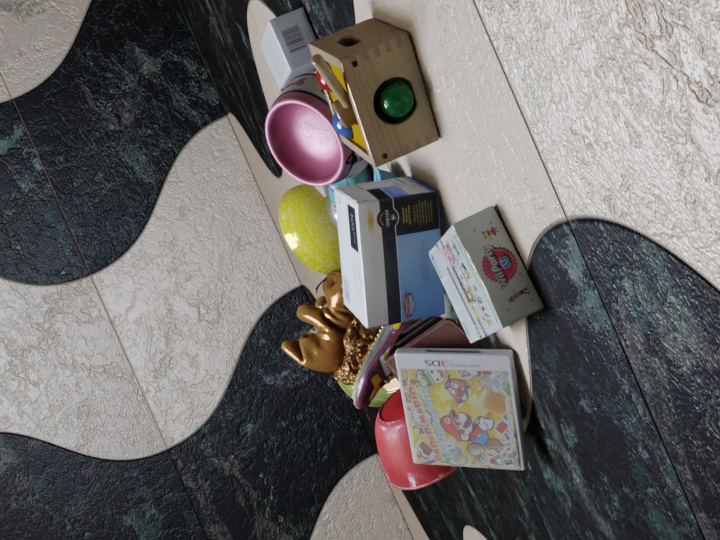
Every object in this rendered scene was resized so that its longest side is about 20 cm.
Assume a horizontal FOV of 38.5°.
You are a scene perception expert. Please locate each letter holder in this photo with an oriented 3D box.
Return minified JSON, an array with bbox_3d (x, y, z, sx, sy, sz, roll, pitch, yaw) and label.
[{"bbox_3d":[0.159,0.163,1.623,0.200,0.142,0.101,51,-156,-7],"label":"letter holder"}]

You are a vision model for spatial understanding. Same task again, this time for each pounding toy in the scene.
[{"bbox_3d":[0.001,-0.245,1.402,0.200,0.142,0.184,-132,20,-62],"label":"pounding toy"}]

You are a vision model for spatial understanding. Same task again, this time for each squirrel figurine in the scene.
[{"bbox_3d":[-0.021,0.101,1.883,0.200,0.141,0.187,38,113,33],"label":"squirrel figurine"}]

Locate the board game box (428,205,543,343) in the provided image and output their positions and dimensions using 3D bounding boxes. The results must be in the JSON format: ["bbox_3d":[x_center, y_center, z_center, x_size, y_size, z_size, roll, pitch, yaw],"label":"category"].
[{"bbox_3d":[0.162,0.010,1.386,0.148,0.064,0.200,64,172,5],"label":"board game box"}]

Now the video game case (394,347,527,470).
[{"bbox_3d":[0.153,0.210,1.565,0.023,0.182,0.200,-50,-46,-57],"label":"video game case"}]

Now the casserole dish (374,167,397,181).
[{"bbox_3d":[0.048,-0.077,1.730,0.121,0.039,0.200,-103,10,-58],"label":"casserole dish"}]

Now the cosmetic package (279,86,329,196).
[{"bbox_3d":[-0.073,-0.256,1.950,0.103,0.087,0.200,50,160,56],"label":"cosmetic package"}]

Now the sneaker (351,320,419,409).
[{"bbox_3d":[0.059,0.151,1.718,0.090,0.200,0.075,26,-175,10],"label":"sneaker"}]

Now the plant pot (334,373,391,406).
[{"bbox_3d":[0.072,0.167,1.977,0.200,0.200,0.190,67,158,-6],"label":"plant pot"}]

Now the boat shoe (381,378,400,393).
[{"bbox_3d":[0.089,0.160,1.800,0.074,0.069,0.200,53,127,8],"label":"boat shoe"}]

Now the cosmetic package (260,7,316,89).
[{"bbox_3d":[-0.131,-0.412,1.936,0.102,0.071,0.200,67,170,-5],"label":"cosmetic package"}]

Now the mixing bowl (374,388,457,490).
[{"bbox_3d":[0.100,0.263,1.758,0.108,0.200,0.200,55,175,-21],"label":"mixing bowl"}]

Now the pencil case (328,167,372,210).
[{"bbox_3d":[-0.041,-0.214,1.874,0.085,0.092,0.200,-54,-44,-47],"label":"pencil case"}]

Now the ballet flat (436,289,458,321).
[{"bbox_3d":[0.110,0.019,1.726,0.200,0.069,0.070,45,157,55],"label":"ballet flat"}]

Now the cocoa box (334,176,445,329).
[{"bbox_3d":[0.046,-0.032,1.594,0.133,0.131,0.200,-138,41,-67],"label":"cocoa box"}]

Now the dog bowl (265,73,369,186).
[{"bbox_3d":[-0.077,-0.232,1.769,0.200,0.074,0.200,22,133,25],"label":"dog bowl"}]

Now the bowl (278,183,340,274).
[{"bbox_3d":[-0.059,-0.103,2.114,0.108,0.200,0.200,-27,85,38],"label":"bowl"}]
